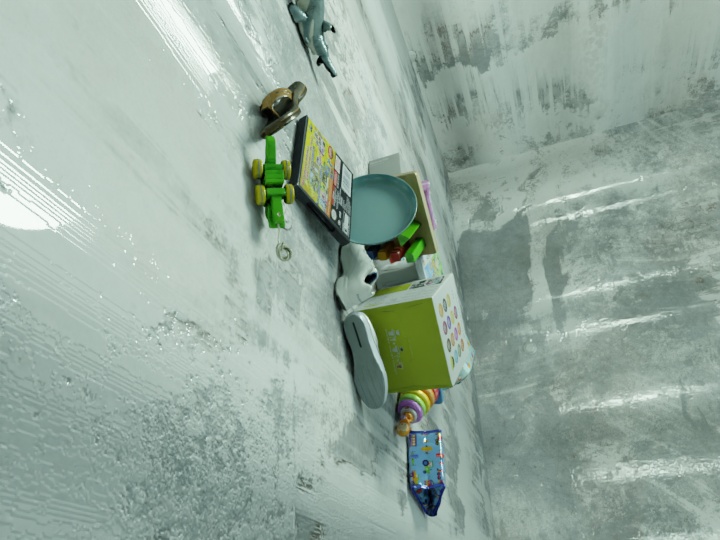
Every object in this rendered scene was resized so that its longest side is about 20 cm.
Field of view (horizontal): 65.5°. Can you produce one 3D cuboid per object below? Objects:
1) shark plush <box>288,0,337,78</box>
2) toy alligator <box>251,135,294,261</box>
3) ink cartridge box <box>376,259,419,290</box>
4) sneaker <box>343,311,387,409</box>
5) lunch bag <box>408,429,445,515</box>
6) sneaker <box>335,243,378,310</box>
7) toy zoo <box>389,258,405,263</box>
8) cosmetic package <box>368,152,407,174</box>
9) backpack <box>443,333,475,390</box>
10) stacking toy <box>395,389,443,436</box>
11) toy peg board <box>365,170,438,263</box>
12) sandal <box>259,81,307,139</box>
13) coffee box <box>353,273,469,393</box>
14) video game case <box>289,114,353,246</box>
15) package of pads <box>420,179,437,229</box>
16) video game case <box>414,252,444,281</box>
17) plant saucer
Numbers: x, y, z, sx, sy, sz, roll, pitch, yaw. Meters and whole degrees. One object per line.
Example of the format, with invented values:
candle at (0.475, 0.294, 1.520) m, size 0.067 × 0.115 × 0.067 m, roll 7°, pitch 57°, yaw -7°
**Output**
shark plush at (-0.094, -0.537, 1.258) m, size 0.091 × 0.081 × 0.206 m, roll -58°, pitch 134°, yaw -67°
toy alligator at (-0.137, -0.108, 0.882) m, size 0.054 × 0.057 × 0.207 m, roll 148°, pitch -64°, yaw -64°
ink cartridge box at (0.138, 0.078, 1.522) m, size 0.145 × 0.140 × 0.207 m, roll -34°, pitch 111°, yaw -70°
sneaker at (0.019, 0.182, 1.173) m, size 0.071 × 0.071 × 0.207 m, roll -15°, pitch 93°, yaw -70°
lunch bag at (0.180, 0.543, 1.487) m, size 0.204 × 0.091 × 0.154 m, roll 79°, pitch 10°, yaw -46°
sneaker at (0.000, 0.000, 1.209) m, size 0.204 × 0.084 × 0.075 m, roll -87°, pitch 156°, yaw -44°
toy zoo at (0.119, -0.025, 1.744) m, size 0.132 × 0.020 × 0.205 m, roll -68°, pitch 143°, yaw -62°
cosmetic package at (0.085, -0.227, 1.620) m, size 0.090 × 0.104 × 0.206 m, roll 47°, pitch 33°, yaw -58°
backpack at (0.272, 0.285, 1.797) m, size 0.155 × 0.173 × 0.201 m, roll 54°, pitch 24°, yaw -15°
stacking toy at (0.133, 0.349, 1.437) m, size 0.201 × 0.113 × 0.113 m, roll -50°, pitch 133°, yaw -53°
toy peg board at (0.060, -0.108, 1.330) m, size 0.098 × 0.194 × 0.205 m, roll -46°, pitch 124°, yaw -50°
sandal at (-0.137, -0.287, 0.961) m, size 0.055 × 0.080 × 0.203 m, roll 48°, pitch 31°, yaw -27°
coffee box at (0.123, 0.145, 1.296) m, size 0.197 × 0.194 × 0.206 m, roll -33°, pitch 110°, yaw -63°
video game case at (-0.073, -0.181, 1.129) m, size 0.181 × 0.025 × 0.205 m, roll 47°, pitch 34°, yaw -41°
package of pads at (0.095, -0.147, 1.438) m, size 0.076 × 0.193 × 0.124 m, roll -81°, pitch 157°, yaw -61°
video game case at (0.194, 0.039, 1.452) m, size 0.182 × 0.021 × 0.206 m, roll -42°, pitch 118°, yaw -64°
plant saucer at (0.025, -0.127, 1.197) m, size 0.028 × 0.193 × 0.205 m, roll 78°, pitch 11°, yaw -52°
